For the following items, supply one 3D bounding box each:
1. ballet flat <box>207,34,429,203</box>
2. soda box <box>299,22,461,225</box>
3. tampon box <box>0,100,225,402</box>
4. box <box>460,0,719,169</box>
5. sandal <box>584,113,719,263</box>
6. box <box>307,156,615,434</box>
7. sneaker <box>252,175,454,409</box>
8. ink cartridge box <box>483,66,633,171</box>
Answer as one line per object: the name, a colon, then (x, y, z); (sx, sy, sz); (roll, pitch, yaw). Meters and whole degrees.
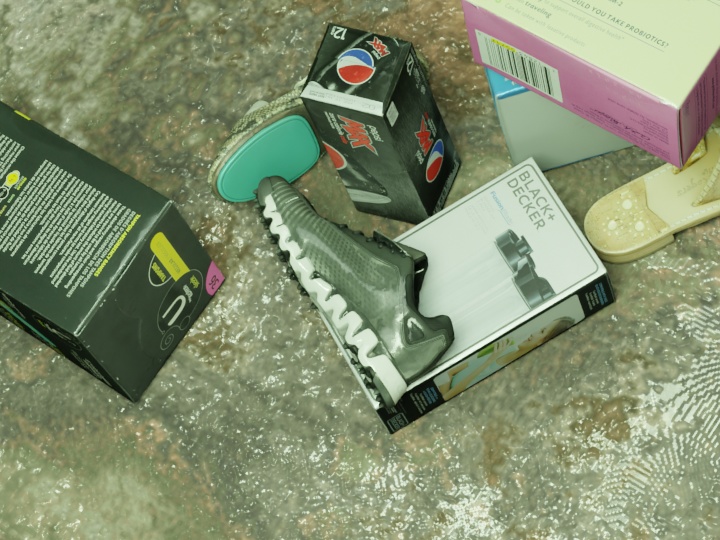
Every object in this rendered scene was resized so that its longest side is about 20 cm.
ballet flat: (-0.041, -0.123, 1.836); (0.200, 0.068, 0.075); (-32, 42, -7)
soda box: (0.016, -0.104, 1.730); (0.071, 0.200, 0.063); (15, 71, 19)
tampon box: (-0.230, -0.019, 1.781); (0.200, 0.150, 0.126); (30, 77, 23)
box: (0.198, -0.205, 1.630); (0.176, 0.097, 0.200); (29, 75, 20)
sandal: (0.258, -0.083, 1.736); (0.211, 0.070, 0.078); (-33, 64, -2)
box: (0.075, 0.018, 1.742); (0.200, 0.060, 0.117); (-30, 64, -1)
sneaker: (0.000, 0.000, 1.700); (0.090, 0.066, 0.200); (-33, 68, -5)
ink cartridge box: (0.156, -0.204, 1.771); (0.147, 0.145, 0.200); (-16, 64, 6)
